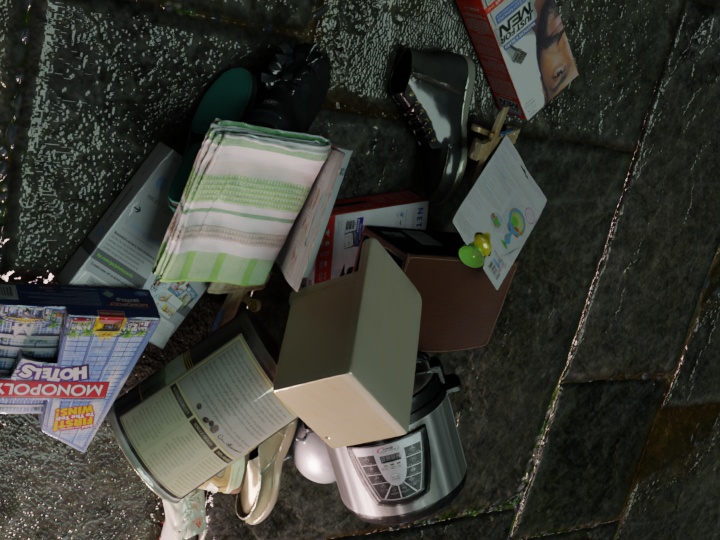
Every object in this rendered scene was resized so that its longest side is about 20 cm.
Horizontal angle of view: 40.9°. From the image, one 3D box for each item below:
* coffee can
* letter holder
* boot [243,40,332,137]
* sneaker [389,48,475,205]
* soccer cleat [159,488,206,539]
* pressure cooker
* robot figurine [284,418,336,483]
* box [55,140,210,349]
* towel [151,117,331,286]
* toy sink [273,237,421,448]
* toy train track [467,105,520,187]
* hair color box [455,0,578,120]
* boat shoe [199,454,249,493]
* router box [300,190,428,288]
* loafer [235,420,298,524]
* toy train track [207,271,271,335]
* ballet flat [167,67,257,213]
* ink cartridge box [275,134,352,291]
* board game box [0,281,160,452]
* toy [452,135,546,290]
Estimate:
[{"bbox_3d":[-0.177,0.161,1.154,0.200,0.146,0.147,-34,129,-1],"label":"coffee can"},{"bbox_3d":[0.092,0.028,1.302,0.199,0.100,0.143,2,112,-37],"label":"letter holder"},{"bbox_3d":[-0.088,-0.156,1.131,0.199,0.073,0.163,96,11,-47],"label":"boot"},{"bbox_3d":[0.082,-0.189,1.273,0.106,0.075,0.201,2,97,-32],"label":"sneaker"},{"bbox_3d":[-0.232,0.309,1.280,0.069,0.077,0.201,-11,117,-32],"label":"soccer cleat"},{"bbox_3d":[0.033,0.199,1.237,0.176,0.178,0.201,-30,112,-42],"label":"pressure cooker"},{"bbox_3d":[-0.019,0.237,1.378,0.199,0.113,0.170,-6,135,-35],"label":"robot figurine"},{"bbox_3d":[-0.235,-0.027,1.138,0.200,0.041,0.156,-53,132,-2],"label":"box"},{"bbox_3d":[-0.127,-0.064,1.044,0.149,0.031,0.201,5,126,-36],"label":"towel"},{"bbox_3d":[-0.013,0.083,1.129,0.130,0.112,0.201,50,36,-39],"label":"toy sink"},{"bbox_3d":[0.178,-0.180,1.325,0.200,0.032,0.115,-29,143,-63],"label":"toy train track"},{"bbox_3d":[0.215,-0.319,1.311,0.111,0.064,0.200,-42,131,-13],"label":"hair color box"},{"bbox_3d":[-0.177,0.188,1.250,0.076,0.072,0.201,10,85,-24],"label":"boat shoe"},{"bbox_3d":[0.000,0.000,1.318,0.179,0.049,0.201,-12,118,-32],"label":"router box"},{"bbox_3d":[-0.144,0.259,1.326,0.068,0.076,0.201,7,111,-27],"label":"loafer"},{"bbox_3d":[-0.158,0.057,1.212,0.115,0.032,0.201,-5,127,-59],"label":"toy train track"},{"bbox_3d":[-0.163,-0.136,1.099,0.070,0.067,0.201,68,36,-58],"label":"ballet flat"},{"bbox_3d":[-0.046,-0.067,1.115,0.047,0.200,0.161,17,99,-17],"label":"ink cartridge box"},{"bbox_3d":[-0.348,0.114,1.085,0.199,0.062,0.201,4,121,-30],"label":"board game box"},{"bbox_3d":[0.175,-0.076,1.286,0.115,0.047,0.200,54,43,-21],"label":"toy"}]
